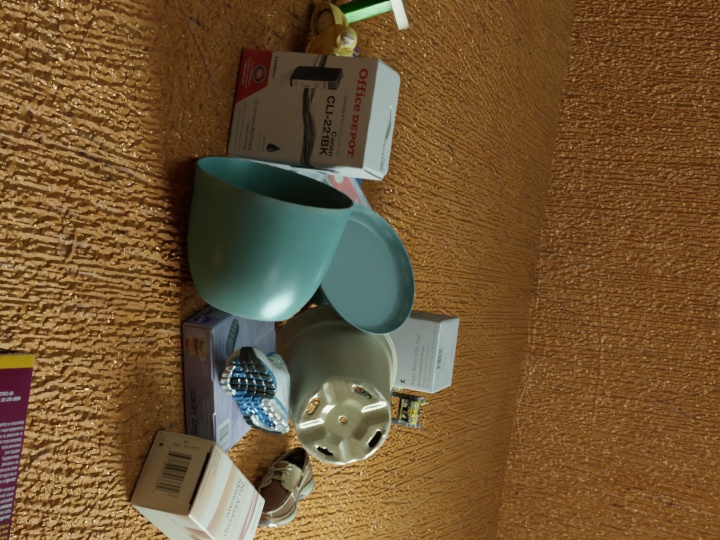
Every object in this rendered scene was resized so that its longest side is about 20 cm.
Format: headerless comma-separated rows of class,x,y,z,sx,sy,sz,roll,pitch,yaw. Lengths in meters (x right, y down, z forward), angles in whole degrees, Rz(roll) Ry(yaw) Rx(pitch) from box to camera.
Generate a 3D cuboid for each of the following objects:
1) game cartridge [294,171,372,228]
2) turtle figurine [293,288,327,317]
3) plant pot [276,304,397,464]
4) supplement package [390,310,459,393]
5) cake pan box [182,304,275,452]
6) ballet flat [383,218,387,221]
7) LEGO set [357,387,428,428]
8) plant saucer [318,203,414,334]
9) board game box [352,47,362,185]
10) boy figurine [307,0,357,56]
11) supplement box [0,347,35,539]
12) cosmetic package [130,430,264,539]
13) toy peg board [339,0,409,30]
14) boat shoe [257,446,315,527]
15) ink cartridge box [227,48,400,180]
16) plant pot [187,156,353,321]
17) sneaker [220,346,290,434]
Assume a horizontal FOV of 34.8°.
game cartridge,-0.056,-0.091,1.690,0.133,0.041,0.201,-45,131,-16
turtle figurine,-0.038,0.023,1.794,0.150,0.100,0.200,-55,-174,25
plant pot,-0.034,0.175,1.638,0.184,0.198,0.202,-107,-164,-69
supplement package,0.051,0.126,1.934,0.120,0.198,0.123,-5,102,-70
cake pan box,-0.172,0.134,1.551,0.184,0.052,0.202,-39,133,-59
ballet flat,-0.034,-0.072,1.796,0.199,0.068,0.064,15,92,-48
LEGO set,0.066,0.215,2.130,0.154,0.115,0.202,34,65,-68
plant saucer,0.000,0.000,1.673,0.199,0.027,0.202,21,58,-36
board game box,-0.029,-0.225,1.812,0.199,0.043,0.202,59,44,-62
boy figurine,-0.049,-0.311,1.644,0.064,0.124,0.201,33,50,-26
supplement box,-0.357,0.161,0.971,0.086,0.109,0.202,9,90,-69
cosmetic package,-0.203,0.295,1.472,0.200,0.086,0.104,65,37,-57
toy peg board,-0.006,-0.486,1.707,0.200,0.097,0.201,66,13,-54
boat shoe,-0.123,0.324,1.737,0.200,0.075,0.073,-46,137,-72
ink cartridge box,-0.060,-0.205,1.506,0.084,0.198,0.146,13,86,-70
plant pot,-0.125,-0.034,1.425,0.200,0.199,0.162,-20,129,-67
sneaker,-0.131,0.137,1.511,0.201,0.074,0.087,80,19,-59
